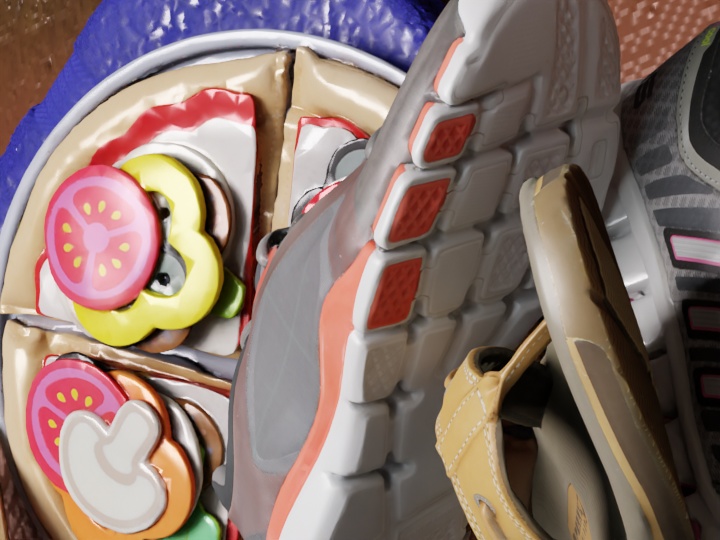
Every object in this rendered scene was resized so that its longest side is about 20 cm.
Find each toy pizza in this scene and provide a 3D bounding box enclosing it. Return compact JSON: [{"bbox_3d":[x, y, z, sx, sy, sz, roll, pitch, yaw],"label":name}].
[{"bbox_3d":[-0.031,0.031,0.799,0.199,0.032,0.202,4,100,26],"label":"toy pizza"}]

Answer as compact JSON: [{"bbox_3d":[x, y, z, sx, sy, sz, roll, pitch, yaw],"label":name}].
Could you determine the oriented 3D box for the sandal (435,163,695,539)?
[{"bbox_3d":[0.046,0.047,0.674,0.054,0.200,0.081,-14,65,-4],"label":"sandal"}]

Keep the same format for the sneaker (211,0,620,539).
[{"bbox_3d":[0.000,0.000,0.716,0.082,0.077,0.201,41,121,39],"label":"sneaker"}]

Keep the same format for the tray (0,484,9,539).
[{"bbox_3d":[-0.151,0.107,0.815,0.037,0.098,0.201,86,171,-46],"label":"tray"}]

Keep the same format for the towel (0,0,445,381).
[{"bbox_3d":[-0.043,-0.024,0.858,0.200,0.049,0.148,-52,60,24],"label":"towel"}]

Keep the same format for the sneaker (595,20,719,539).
[{"bbox_3d":[0.119,0.013,0.678,0.087,0.073,0.201,-47,50,35],"label":"sneaker"}]
